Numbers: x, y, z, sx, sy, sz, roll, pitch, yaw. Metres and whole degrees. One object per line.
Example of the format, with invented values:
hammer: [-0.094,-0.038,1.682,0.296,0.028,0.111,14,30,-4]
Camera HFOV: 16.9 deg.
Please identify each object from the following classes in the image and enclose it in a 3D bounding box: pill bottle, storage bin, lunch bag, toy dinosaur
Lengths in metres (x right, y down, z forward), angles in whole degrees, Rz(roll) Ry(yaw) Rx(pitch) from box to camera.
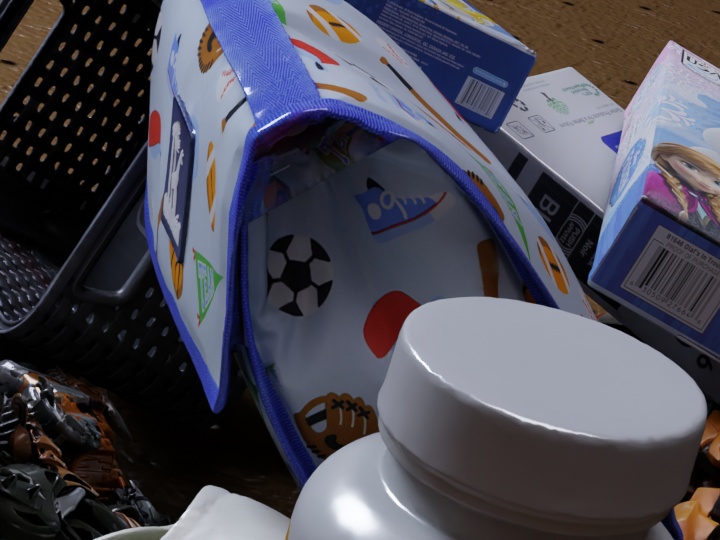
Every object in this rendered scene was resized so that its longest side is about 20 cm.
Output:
pill bottle: [0.026,0.114,0.666,0.113,0.200,0.113,13,21,-5]
storage bin: [-0.091,-0.043,0.956,0.094,0.135,0.200,31,8,-32]
lunch bag: [0.000,0.000,0.791,0.124,0.200,0.170,-28,29,1]
toy dinosaur: [-0.104,0.092,0.791,0.136,0.102,0.200,26,6,-31]

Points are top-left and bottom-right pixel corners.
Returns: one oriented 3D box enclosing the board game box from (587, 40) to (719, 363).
board game box: [0.188,0.004,0.915,0.200,0.043,0.199,30,22,-3]

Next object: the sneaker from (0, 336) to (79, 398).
sneaker: [-0.166,0.045,0.889,0.083,0.071,0.200,16,17,18]

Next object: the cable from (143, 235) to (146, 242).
cable: [0.003,-0.007,1.056,0.200,0.069,0.200,-11,11,-17]

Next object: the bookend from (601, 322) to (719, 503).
bookend: [0.156,0.107,0.930,0.200,0.092,0.199,7,23,-19]

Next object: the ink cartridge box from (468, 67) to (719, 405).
ink cartridge box: [0.128,-0.006,0.970,0.200,0.039,0.099,40,28,21]

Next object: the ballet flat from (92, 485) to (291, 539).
ballet flat: [-0.093,0.124,0.688,0.200,0.069,0.069,-31,46,-33]

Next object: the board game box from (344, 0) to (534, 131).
board game box: [-0.045,-0.123,0.914,0.200,0.034,0.135,23,12,-25]

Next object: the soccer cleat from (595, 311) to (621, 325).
soccer cleat: [0.084,0.048,1.048,0.200,0.078,0.069,8,22,-18]

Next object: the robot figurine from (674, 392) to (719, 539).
robot figurine: [0.112,0.123,0.800,0.145,0.058,0.200,25,48,22]
